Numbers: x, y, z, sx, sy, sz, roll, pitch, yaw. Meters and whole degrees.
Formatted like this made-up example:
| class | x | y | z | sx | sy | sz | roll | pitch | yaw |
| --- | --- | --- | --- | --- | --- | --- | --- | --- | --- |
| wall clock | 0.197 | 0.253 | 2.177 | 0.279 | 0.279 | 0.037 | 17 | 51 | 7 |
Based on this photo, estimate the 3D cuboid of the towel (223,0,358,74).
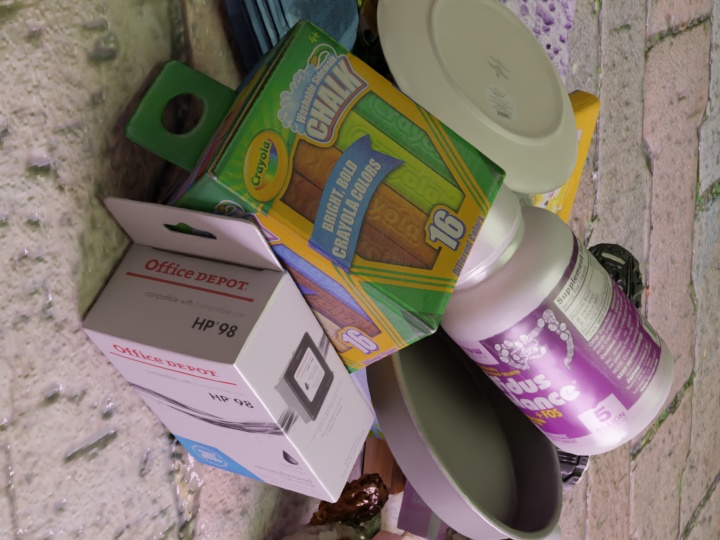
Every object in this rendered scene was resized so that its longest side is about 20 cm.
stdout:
| class | x | y | z | sx | sy | sz | roll | pitch | yaw |
| --- | --- | --- | --- | --- | --- | --- | --- | --- | --- |
| towel | -0.050 | -0.208 | 0.774 | 0.112 | 0.048 | 0.201 | -57 | 142 | -37 |

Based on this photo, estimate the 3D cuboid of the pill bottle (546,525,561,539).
| class | x | y | z | sx | sy | sz | roll | pitch | yaw |
| --- | --- | --- | --- | --- | --- | --- | --- | --- | --- |
| pill bottle | 0.131 | 0.283 | 1.167 | 0.111 | 0.110 | 0.202 | 11 | 88 | -60 |

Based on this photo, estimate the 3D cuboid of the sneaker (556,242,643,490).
| class | x | y | z | sx | sy | sz | roll | pitch | yaw |
| --- | --- | --- | --- | --- | --- | --- | --- | --- | --- |
| sneaker | 0.169 | 0.074 | 0.980 | 0.079 | 0.073 | 0.202 | -5 | 113 | -82 |

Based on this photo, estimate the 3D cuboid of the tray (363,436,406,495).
| class | x | y | z | sx | sy | sz | roll | pitch | yaw |
| --- | --- | --- | --- | --- | --- | --- | --- | --- | --- |
| tray | 0.070 | 0.129 | 1.092 | 0.199 | 0.037 | 0.100 | -7 | 104 | -61 |

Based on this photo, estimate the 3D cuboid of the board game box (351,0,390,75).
| class | x | y | z | sx | sy | sz | roll | pitch | yaw |
| --- | --- | --- | --- | --- | --- | --- | --- | --- | --- |
| board game box | 0.034 | -0.211 | 0.949 | 0.200 | 0.023 | 0.106 | -29 | 125 | -54 |

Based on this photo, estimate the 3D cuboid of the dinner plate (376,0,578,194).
| class | x | y | z | sx | sy | sz | roll | pitch | yaw |
| --- | --- | --- | --- | --- | --- | --- | --- | --- | --- |
| dinner plate | 0.096 | -0.148 | 0.907 | 0.199 | 0.024 | 0.202 | 23 | 50 | -29 |

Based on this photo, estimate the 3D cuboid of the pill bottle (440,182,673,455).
| class | x | y | z | sx | sy | sz | roll | pitch | yaw |
| --- | --- | --- | --- | --- | --- | --- | --- | --- | --- |
| pill bottle | 0.121 | 0.028 | 0.849 | 0.200 | 0.112 | 0.113 | 45 | 55 | -23 |

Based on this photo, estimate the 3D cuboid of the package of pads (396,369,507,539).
| class | x | y | z | sx | sy | sz | roll | pitch | yaw |
| --- | --- | --- | --- | --- | --- | --- | --- | --- | --- |
| package of pads | 0.095 | 0.122 | 1.007 | 0.120 | 0.075 | 0.202 | 16 | 87 | -71 |

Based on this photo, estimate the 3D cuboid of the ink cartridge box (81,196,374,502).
| class | x | y | z | sx | sy | sz | roll | pitch | yaw |
| --- | --- | --- | --- | --- | --- | --- | --- | --- | --- |
| ink cartridge box | -0.082 | 0.050 | 0.723 | 0.067 | 0.115 | 0.201 | -62 | 145 | -27 |

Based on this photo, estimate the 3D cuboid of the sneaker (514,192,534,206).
| class | x | y | z | sx | sy | sz | roll | pitch | yaw |
| --- | --- | --- | --- | --- | --- | --- | --- | --- | --- |
| sneaker | 0.126 | -0.060 | 0.972 | 0.200 | 0.075 | 0.117 | 23 | 81 | -60 |

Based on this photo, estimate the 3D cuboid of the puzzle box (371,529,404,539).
| class | x | y | z | sx | sy | sz | roll | pitch | yaw |
| --- | --- | --- | --- | --- | --- | --- | --- | --- | --- |
| puzzle box | -0.017 | 0.322 | 1.004 | 0.200 | 0.025 | 0.134 | -36 | 128 | -51 |

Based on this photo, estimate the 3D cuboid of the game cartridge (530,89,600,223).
| class | x | y | z | sx | sy | sz | roll | pitch | yaw |
| --- | --- | --- | --- | --- | --- | --- | --- | --- | --- |
| game cartridge | 0.141 | -0.057 | 1.105 | 0.200 | 0.032 | 0.178 | -32 | 141 | -47 |

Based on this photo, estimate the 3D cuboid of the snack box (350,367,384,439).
| class | x | y | z | sx | sy | sz | roll | pitch | yaw |
| --- | --- | --- | --- | --- | --- | --- | --- | --- | --- |
| snack box | 0.000 | 0.000 | 0.901 | 0.170 | 0.067 | 0.201 | -64 | 149 | -28 |

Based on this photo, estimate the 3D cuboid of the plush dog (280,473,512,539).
| class | x | y | z | sx | sy | sz | roll | pitch | yaw |
| --- | --- | --- | --- | --- | --- | --- | --- | --- | --- |
| plush dog | 0.007 | 0.250 | 0.899 | 0.201 | 0.171 | 0.160 | -60 | -177 | -17 |

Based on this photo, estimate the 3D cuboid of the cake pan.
| class | x | y | z | sx | sy | sz | roll | pitch | yaw |
| --- | --- | --- | --- | --- | --- | --- | --- | --- | --- |
| cake pan | 0.071 | 0.100 | 0.852 | 0.200 | 0.037 | 0.201 | 42 | 30 | -31 |

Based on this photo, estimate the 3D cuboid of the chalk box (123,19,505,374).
| class | x | y | z | sx | sy | sz | roll | pitch | yaw |
| --- | --- | --- | --- | --- | --- | --- | --- | --- | --- |
| chalk box | -0.039 | -0.051 | 0.720 | 0.199 | 0.124 | 0.125 | 34 | 61 | -15 |

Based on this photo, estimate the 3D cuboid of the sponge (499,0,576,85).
| class | x | y | z | sx | sy | sz | roll | pitch | yaw |
| --- | --- | --- | --- | --- | --- | --- | --- | --- | --- |
| sponge | 0.133 | -0.246 | 1.015 | 0.111 | 0.030 | 0.202 | 3 | 96 | -32 |
